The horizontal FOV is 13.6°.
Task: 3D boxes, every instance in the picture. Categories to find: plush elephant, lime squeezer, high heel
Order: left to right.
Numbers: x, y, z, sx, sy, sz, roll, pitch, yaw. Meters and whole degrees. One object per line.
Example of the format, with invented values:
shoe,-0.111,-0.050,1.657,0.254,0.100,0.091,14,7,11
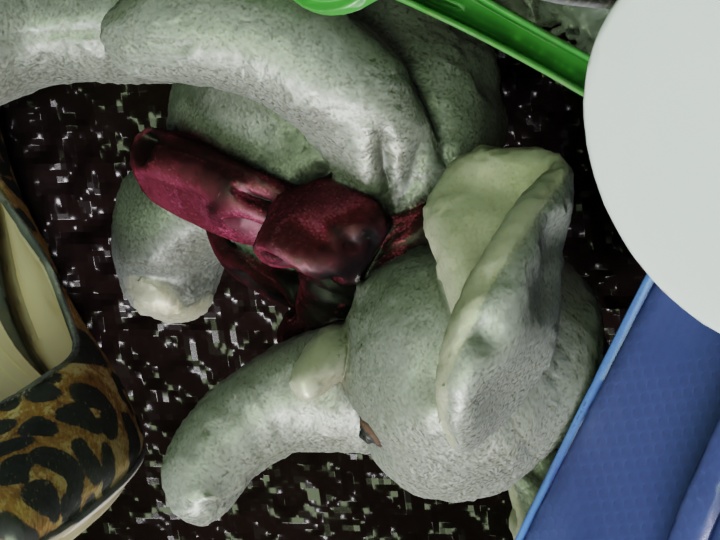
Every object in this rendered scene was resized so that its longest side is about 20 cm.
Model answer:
high heel,-0.117,-0.002,0.809,0.071,0.200,0.143,-25,106,0
lime squeezer,-0.020,-0.090,0.704,0.199,0.071,0.038,29,79,-2
plush elephant,0.000,0.000,0.775,0.199,0.156,0.165,-13,149,10

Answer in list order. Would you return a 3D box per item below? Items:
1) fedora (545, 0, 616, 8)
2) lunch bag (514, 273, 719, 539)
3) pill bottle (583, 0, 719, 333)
fedora,0.066,-0.150,0.663,0.090,0.199,0.178,-6,86,57
lunch bag,0.129,0.057,0.729,0.136,0.132,0.201,39,117,33
pill bottle,0.134,-0.060,0.626,0.112,0.200,0.113,20,125,32
